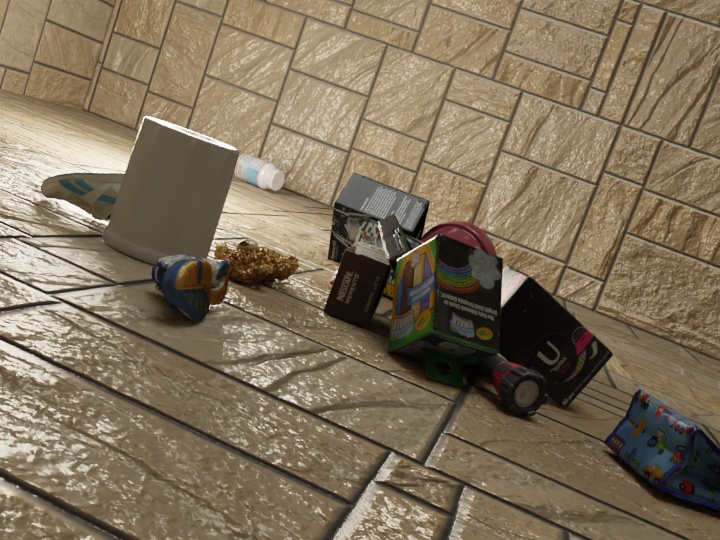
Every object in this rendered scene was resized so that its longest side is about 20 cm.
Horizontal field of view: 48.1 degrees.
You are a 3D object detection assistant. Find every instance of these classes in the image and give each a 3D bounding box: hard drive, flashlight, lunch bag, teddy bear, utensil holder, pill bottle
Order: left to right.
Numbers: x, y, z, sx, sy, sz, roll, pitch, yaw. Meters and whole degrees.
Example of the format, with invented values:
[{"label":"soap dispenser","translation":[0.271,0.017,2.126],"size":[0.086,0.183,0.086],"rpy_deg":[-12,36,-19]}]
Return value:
[{"label":"utensil holder","translation":[-0.294,-0.120,1.272],"size":[0.168,0.202,0.170],"rpy_deg":[20,7,-2]},{"label":"teddy bear","translation":[-0.176,-0.020,1.390],"size":[0.144,0.067,0.199],"rpy_deg":[22,7,27]},{"label":"pill bottle","translation":[-0.407,-0.394,3.271],"size":[0.199,0.110,0.108],"rpy_deg":[25,9,29]},{"label":"hard drive","translation":[0.091,0.019,1.374],"size":[0.140,0.038,0.201],"rpy_deg":[-102,166,-58]},{"label":"flashlight","translation":[0.205,0.155,1.205],"size":[0.067,0.068,0.200],"rpy_deg":[13,5,-17]},{"label":"lunch bag","translation":[0.451,0.264,1.064],"size":[0.199,0.095,0.151],"rpy_deg":[32,4,-13]}]

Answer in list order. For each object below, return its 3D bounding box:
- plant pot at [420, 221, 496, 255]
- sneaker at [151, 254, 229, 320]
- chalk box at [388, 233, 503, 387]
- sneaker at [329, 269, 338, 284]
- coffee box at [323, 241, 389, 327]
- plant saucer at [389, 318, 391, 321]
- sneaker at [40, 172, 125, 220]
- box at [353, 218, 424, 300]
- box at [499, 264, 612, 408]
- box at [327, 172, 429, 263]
[{"label":"plant pot","translation":[0.188,-0.006,1.829],"size":[0.199,0.202,0.178],"rpy_deg":[24,19,27]},{"label":"sneaker","translation":[-0.229,0.018,1.022],"size":[0.087,0.076,0.200],"rpy_deg":[9,0,3]},{"label":"chalk box","translation":[0.125,0.072,1.200],"size":[0.124,0.202,0.124],"rpy_deg":[19,-25,-24]},{"label":"sneaker","translation":[0.000,0.000,1.633],"size":[0.081,0.089,0.200],"rpy_deg":[22,8,13]},{"label":"coffee box","translation":[0.003,0.019,1.409],"size":[0.079,0.115,0.200],"rpy_deg":[20,7,4]},{"label":"plant saucer","translation":[0.145,0.122,1.430],"size":[0.199,0.019,0.070],"rpy_deg":[28,11,37]},{"label":"sneaker","translation":[-0.457,-0.126,1.381],"size":[0.198,0.082,0.076],"rpy_deg":[2,5,14]},{"label":"box","translation":[0.066,-0.015,1.733],"size":[0.199,0.138,0.040],"rpy_deg":[25,11,34]},{"label":"box","translation":[0.284,0.105,1.303],"size":[0.200,0.123,0.106],"rpy_deg":[40,3,-14]},{"label":"box","translation":[0.040,-0.094,1.899],"size":[0.195,0.201,0.124],"rpy_deg":[23,51,11]}]
